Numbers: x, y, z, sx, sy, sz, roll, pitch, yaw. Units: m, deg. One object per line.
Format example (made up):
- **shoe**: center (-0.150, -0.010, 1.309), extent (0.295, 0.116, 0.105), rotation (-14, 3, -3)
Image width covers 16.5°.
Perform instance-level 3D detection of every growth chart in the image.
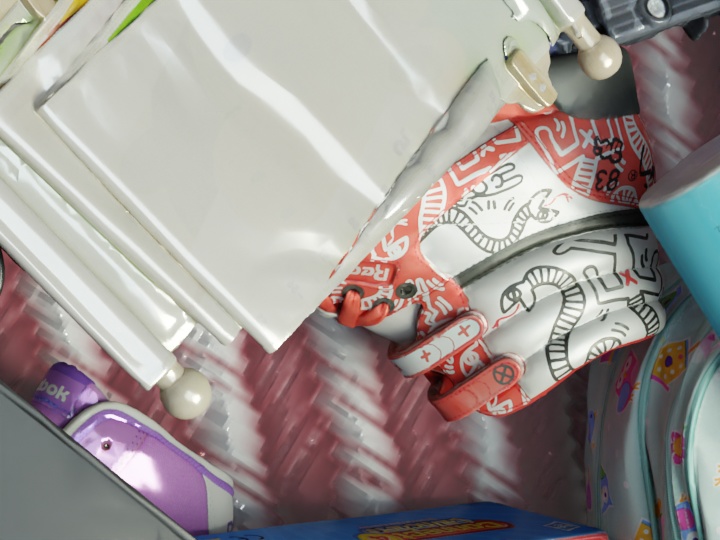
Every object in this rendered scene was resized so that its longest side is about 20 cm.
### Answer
- **growth chart**: center (-0.028, -0.061, 0.671), extent (0.200, 0.018, 0.145), rotation (-42, 103, -27)

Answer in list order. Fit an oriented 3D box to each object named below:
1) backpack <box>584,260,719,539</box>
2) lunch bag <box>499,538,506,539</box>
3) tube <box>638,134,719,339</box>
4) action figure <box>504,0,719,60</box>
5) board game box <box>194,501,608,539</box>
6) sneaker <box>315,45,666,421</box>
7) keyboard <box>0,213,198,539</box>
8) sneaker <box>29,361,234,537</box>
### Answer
- **backpack**: center (0.153, 0.088, 0.844), extent (0.166, 0.127, 0.201), rotation (-12, 97, -19)
- **lunch bag**: center (0.022, 0.183, 0.720), extent (0.150, 0.094, 0.201), rotation (-21, 103, -39)
- **tube**: center (0.161, 0.046, 0.761), extent (0.077, 0.050, 0.200), rotation (-34, 98, 9)
- **action figure**: center (0.125, -0.135, 0.825), extent (0.200, 0.105, 0.194), rotation (-28, 97, -20)
- **board game box**: center (-0.012, 0.180, 0.779), extent (0.200, 0.056, 0.196), rotation (-1, 98, -46)
- **sneaker**: center (0.001, 0.000, 0.781), extent (0.201, 0.067, 0.108), rotation (-12, 94, -12)
- **keyboard**: center (-0.114, 0.030, 0.646), extent (0.200, 0.021, 0.127), rotation (41, 82, -18)
- **sneaker**: center (-0.128, 0.080, 0.752), extent (0.200, 0.073, 0.115), rotation (9, 91, -36)
